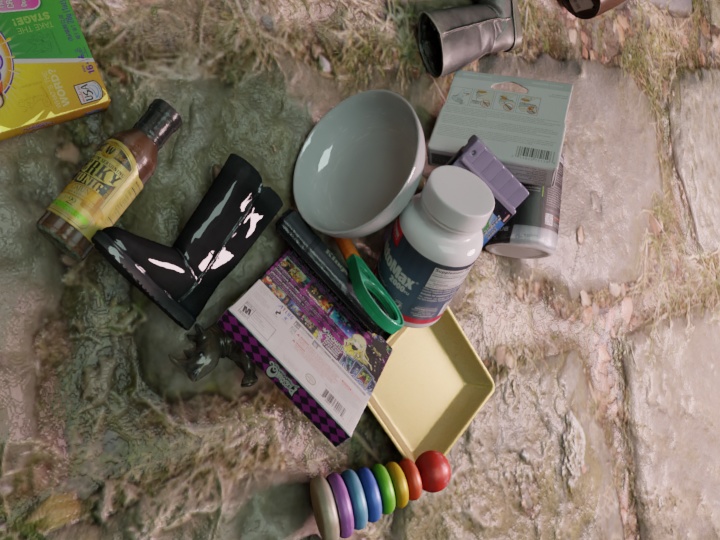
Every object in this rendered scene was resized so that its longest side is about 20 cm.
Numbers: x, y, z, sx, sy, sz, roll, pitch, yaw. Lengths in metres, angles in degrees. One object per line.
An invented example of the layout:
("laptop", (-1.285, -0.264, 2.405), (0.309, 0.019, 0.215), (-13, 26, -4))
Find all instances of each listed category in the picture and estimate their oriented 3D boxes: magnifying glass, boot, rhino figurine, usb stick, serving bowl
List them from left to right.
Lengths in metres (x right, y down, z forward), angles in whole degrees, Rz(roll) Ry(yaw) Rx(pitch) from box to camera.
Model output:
("boot", (-0.195, -0.058, 0.717), (0.202, 0.065, 0.166), (-54, 139, -19))
("rhino figurine", (-0.142, 0.098, 0.759), (0.195, 0.059, 0.090), (-2, 73, -33))
("usb stick", (-0.036, 0.002, 0.796), (0.032, 0.056, 0.200), (-41, 95, 13))
("magnifying glass", (0.000, 0.000, 0.801), (0.022, 0.202, 0.079), (-42, 143, 14))
("serving bowl", (0.005, -0.131, 0.802), (0.065, 0.195, 0.206), (32, 70, -51))
("boot", (0.170, -0.422, 0.989), (0.195, 0.072, 0.188), (-20, 96, -24))

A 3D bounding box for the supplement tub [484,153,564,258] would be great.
("supplement tub", (0.268, -0.130, 0.994), (0.119, 0.121, 0.207), (12, 82, -30))

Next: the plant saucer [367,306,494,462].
("plant saucer", (0.090, 0.168, 0.910), (0.200, 0.048, 0.203), (-43, 109, -27))

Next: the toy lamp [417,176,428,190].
("toy lamp", (0.084, -0.137, 0.918), (0.196, 0.058, 0.060), (19, 77, -30))

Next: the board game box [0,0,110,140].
("board game box", (-0.388, -0.219, 0.635), (0.197, 0.040, 0.157), (-28, 102, -30))

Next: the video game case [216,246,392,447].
("video game case", (-0.058, 0.083, 0.750), (0.200, 0.036, 0.182), (46, 32, -6))

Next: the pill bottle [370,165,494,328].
("pill bottle", (0.094, -0.031, 0.807), (0.116, 0.203, 0.122), (12, 44, -12))

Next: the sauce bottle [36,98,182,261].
("sauce bottle", (-0.277, -0.109, 0.687), (0.064, 0.064, 0.203), (39, 67, -23))

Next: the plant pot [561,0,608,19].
("plant pot", (0.463, -0.571, 1.125), (0.201, 0.186, 0.187), (-47, 111, -9))

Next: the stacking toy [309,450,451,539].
("stacking toy", (0.034, 0.296, 0.820), (0.194, 0.085, 0.088), (-11, 93, -17))

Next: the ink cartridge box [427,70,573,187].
("ink cartridge box", (0.217, -0.225, 0.942), (0.044, 0.194, 0.177), (77, 30, -55))

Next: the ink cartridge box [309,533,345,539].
("ink cartridge box", (-0.022, 0.476, 0.801), (0.143, 0.082, 0.206), (24, 76, -27))

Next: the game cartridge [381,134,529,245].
("game cartridge", (0.141, -0.080, 0.898), (0.129, 0.039, 0.200), (37, 107, -20))
